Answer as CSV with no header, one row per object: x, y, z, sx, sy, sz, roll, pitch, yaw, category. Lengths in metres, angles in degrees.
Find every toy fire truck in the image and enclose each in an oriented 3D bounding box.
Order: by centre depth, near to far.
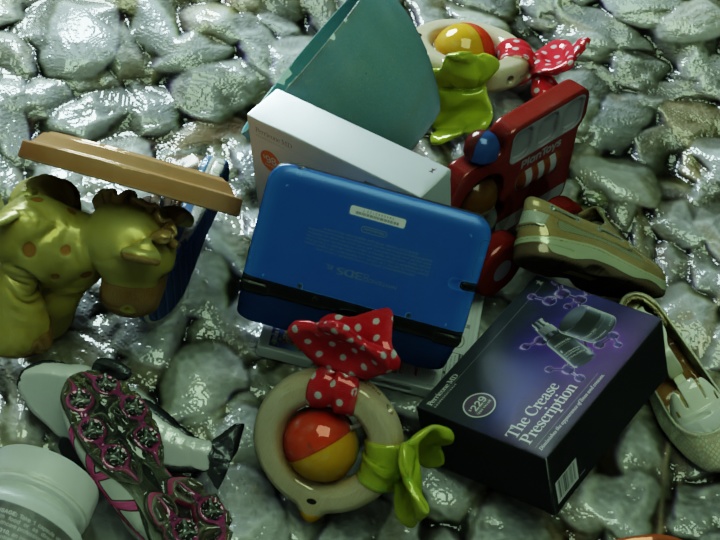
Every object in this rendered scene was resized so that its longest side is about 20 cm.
0.131,-0.083,1.815,0.200,0.168,0.112,-29,53,-32,toy fire truck

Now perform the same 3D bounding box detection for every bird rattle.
-0.017,0.135,1.625,0.200,0.163,0.113,55,20,-18,bird rattle
0.128,-0.222,1.975,0.200,0.113,0.163,-26,48,-30,bird rattle

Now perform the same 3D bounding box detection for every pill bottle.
-0.291,0.246,1.533,0.114,0.114,0.200,21,54,3,pill bottle

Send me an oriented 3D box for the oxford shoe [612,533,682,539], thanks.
0.271,0.276,1.666,0.200,0.071,0.073,4,59,-10,oxford shoe

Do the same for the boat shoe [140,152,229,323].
-0.187,-0.032,1.790,0.072,0.072,0.200,15,46,8,boat shoe

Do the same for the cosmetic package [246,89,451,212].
-0.009,-0.062,1.748,0.200,0.151,0.052,27,50,28,cosmetic package

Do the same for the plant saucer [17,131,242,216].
-0.200,-0.087,1.678,0.200,0.200,0.032,15,90,-2,plant saucer

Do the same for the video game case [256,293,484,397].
0.013,0.043,1.806,0.200,0.018,0.143,14,54,-2,video game case

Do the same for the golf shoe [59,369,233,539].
-0.193,0.176,1.607,0.073,0.092,0.200,-29,75,-36,golf shoe

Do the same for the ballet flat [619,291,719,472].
0.295,0.104,1.793,0.067,0.062,0.200,-31,62,-1,ballet flat

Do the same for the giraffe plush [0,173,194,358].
-0.232,-0.018,1.666,0.162,0.200,0.173,4,50,8,giraffe plush

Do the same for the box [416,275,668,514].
0.167,0.108,1.728,0.141,0.079,0.200,18,48,34,box

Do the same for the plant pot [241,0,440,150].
-0.002,-0.167,1.861,0.135,0.200,0.200,40,54,-9,plant pot

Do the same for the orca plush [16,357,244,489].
-0.197,0.121,1.670,0.200,0.105,0.071,7,16,11,orca plush

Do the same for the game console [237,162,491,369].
0.000,0.000,1.696,0.200,0.171,0.118,15,13,-2,game console

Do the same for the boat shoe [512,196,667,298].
0.225,-0.024,1.816,0.200,0.072,0.076,20,68,-45,boat shoe
